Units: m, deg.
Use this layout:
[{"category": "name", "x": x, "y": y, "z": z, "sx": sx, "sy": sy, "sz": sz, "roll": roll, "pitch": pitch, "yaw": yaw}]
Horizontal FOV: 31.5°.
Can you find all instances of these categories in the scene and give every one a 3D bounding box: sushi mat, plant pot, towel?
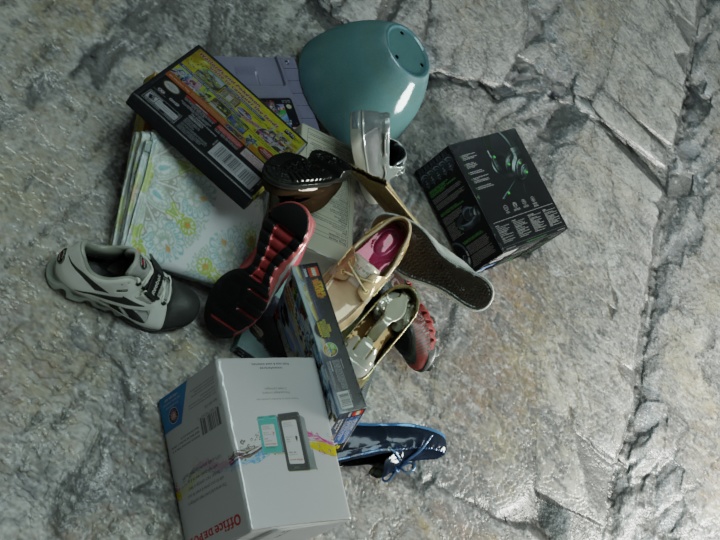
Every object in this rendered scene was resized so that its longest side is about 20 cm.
[{"category": "sushi mat", "x": 0.055, "y": -0.080, "z": 1.820, "sx": 0.012, "sy": 0.095, "sz": 0.200, "roll": -52, "pitch": 135, "yaw": -9}, {"category": "plant pot", "x": 0.025, "y": -0.295, "z": 1.910, "sx": 0.199, "sy": 0.134, "sz": 0.202, "roll": 27, "pitch": 48, "yaw": -34}, {"category": "towel", "x": -0.216, "y": -0.074, "z": 1.637, "sx": 0.199, "sy": 0.048, "sz": 0.173, "roll": 18, "pitch": 77, "yaw": -31}]

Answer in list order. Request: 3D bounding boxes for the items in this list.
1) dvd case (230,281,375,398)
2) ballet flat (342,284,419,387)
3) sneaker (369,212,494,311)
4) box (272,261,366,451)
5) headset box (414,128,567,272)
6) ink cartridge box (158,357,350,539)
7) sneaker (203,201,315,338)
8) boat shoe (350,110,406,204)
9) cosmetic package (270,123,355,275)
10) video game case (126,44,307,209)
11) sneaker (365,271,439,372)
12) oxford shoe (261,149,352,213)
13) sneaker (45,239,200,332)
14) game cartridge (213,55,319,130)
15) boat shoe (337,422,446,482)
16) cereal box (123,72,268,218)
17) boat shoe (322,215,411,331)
[{"category": "dvd case", "x": -0.067, "y": 0.103, "z": 1.707, "sx": 0.199, "sy": 0.022, "sz": 0.147, "roll": 38, "pitch": 48, "yaw": -18}, {"category": "ballet flat", "x": 0.013, "y": 0.091, "z": 1.686, "sx": 0.071, "sy": 0.071, "sz": 0.200, "roll": 46, "pitch": 61, "yaw": -9}, {"category": "sneaker", "x": 0.094, "y": -0.007, "z": 1.792, "sx": 0.199, "sy": 0.085, "sz": 0.073, "roll": 37, "pitch": 90, "yaw": 0}, {"category": "box", "x": -0.054, "y": 0.111, "z": 1.587, "sx": 0.040, "sy": 0.137, "sz": 0.202, "roll": -10, "pitch": 65, "yaw": -21}, {"category": "headset box", "x": 0.202, "y": -0.116, "z": 2.003, "sx": 0.173, "sy": 0.093, "sz": 0.201, "roll": -20, "pitch": 79, "yaw": -44}, {"category": "ink cartridge box", "x": -0.127, "y": 0.222, "z": 1.502, "sx": 0.145, "sy": 0.146, "sz": 0.202, "roll": 2, "pitch": 65, "yaw": -39}, {"category": "sneaker", "x": -0.118, "y": 0.007, "z": 1.623, "sx": 0.074, "sy": 0.201, "sz": 0.087, "roll": 39, "pitch": 5, "yaw": 14}, {"category": "boat shoe", "x": 0.031, "y": -0.158, "z": 1.825, "sx": 0.071, "sy": 0.201, "sz": 0.071, "roll": -3, "pitch": 61, "yaw": 9}, {"category": "cosmetic package", "x": -0.067, "y": -0.091, "z": 1.781, "sx": 0.105, "sy": 0.071, "sz": 0.202, "roll": 25, "pitch": 52, "yaw": -29}, {"category": "video game case", "x": -0.181, "y": -0.189, "z": 1.654, "sx": 0.200, "sy": 0.026, "sz": 0.181, "roll": 42, "pitch": 36, "yaw": -3}, {"category": "sneaker", "x": 0.043, "y": 0.052, "z": 1.793, "sx": 0.097, "sy": 0.071, "sz": 0.202, "roll": -4, "pitch": 67, "yaw": -41}, {"category": "oxford shoe", "x": -0.075, "y": -0.104, "z": 1.644, "sx": 0.072, "sy": 0.085, "sz": 0.200, "roll": 35, "pitch": 16, "yaw": 18}, {"category": "sneaker", "x": -0.270, "y": 0.016, "z": 1.543, "sx": 0.199, "sy": 0.088, "sz": 0.075, "roll": 18, "pitch": 54, "yaw": -33}, {"category": "game cartridge", "x": -0.156, "y": -0.245, "z": 1.824, "sx": 0.199, "sy": 0.038, "sz": 0.131, "roll": -8, "pitch": 67, "yaw": -42}, {"category": "boat shoe", "x": 0.021, "y": 0.243, "z": 1.671, "sx": 0.198, "sy": 0.084, "sz": 0.069, "roll": 3, "pitch": 59, "yaw": -20}, {"category": "cereal box", "x": -0.207, "y": -0.161, "z": 1.704, "sx": 0.199, "sy": 0.039, "sz": 0.145, "roll": 17, "pitch": 72, "yaw": -31}, {"category": "boat shoe", "x": 0.000, "y": 0.000, "z": 1.686, "sx": 0.073, "sy": 0.069, "sz": 0.201, "roll": 37, "pitch": 65, "yaw": -1}]
